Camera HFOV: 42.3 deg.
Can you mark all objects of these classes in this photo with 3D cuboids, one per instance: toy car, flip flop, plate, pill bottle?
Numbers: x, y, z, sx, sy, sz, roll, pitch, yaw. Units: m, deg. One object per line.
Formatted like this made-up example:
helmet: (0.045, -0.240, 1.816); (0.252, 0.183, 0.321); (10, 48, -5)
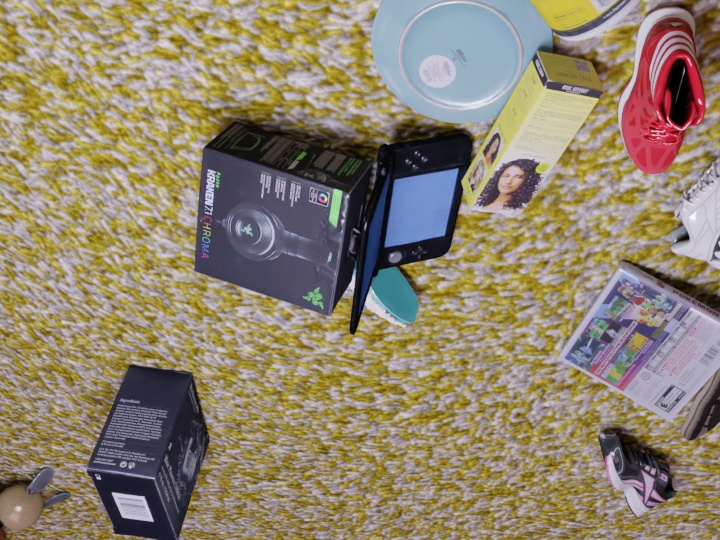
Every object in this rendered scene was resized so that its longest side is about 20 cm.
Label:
toy car: (-0.686, 0.455, 1.841); (0.197, 0.159, 0.165); (-23, 137, -5)
flip flop: (0.491, 0.152, 1.287); (0.080, 0.058, 0.202); (-7, 132, -26)
plate: (0.107, -0.235, 1.001); (0.197, 0.026, 0.202); (6, 137, 5)
pill bottle: (0.172, -0.316, 0.840); (0.111, 0.113, 0.200); (-26, 124, 34)

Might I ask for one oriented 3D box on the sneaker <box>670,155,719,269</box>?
sneaker: (0.407, -0.082, 1.064); (0.080, 0.076, 0.202); (12, 137, 13)

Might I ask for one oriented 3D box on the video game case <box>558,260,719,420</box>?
video game case: (0.386, 0.099, 1.251); (0.180, 0.023, 0.201); (29, 137, 7)

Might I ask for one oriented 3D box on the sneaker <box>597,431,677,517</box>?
sneaker: (0.440, 0.309, 1.467); (0.085, 0.081, 0.200); (-25, 135, 18)

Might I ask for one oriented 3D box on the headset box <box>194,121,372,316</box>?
headset box: (-0.089, -0.060, 1.122); (0.197, 0.093, 0.176); (18, 123, 10)

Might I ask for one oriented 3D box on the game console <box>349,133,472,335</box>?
game console: (0.058, -0.041, 1.102); (0.173, 0.117, 0.202); (-11, 140, -17)

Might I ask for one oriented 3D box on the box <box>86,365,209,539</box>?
box: (-0.340, 0.300, 1.522); (0.115, 0.202, 0.198); (5, 137, 8)

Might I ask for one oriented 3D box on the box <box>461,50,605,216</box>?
box: (0.188, -0.147, 1.043); (0.074, 0.051, 0.201); (4, 139, -20)

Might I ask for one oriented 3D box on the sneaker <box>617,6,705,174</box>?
sneaker: (0.311, -0.158, 0.969); (0.077, 0.117, 0.202); (-2, 135, 14)

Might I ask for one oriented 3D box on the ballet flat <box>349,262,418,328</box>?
ballet flat: (0.000, 0.000, 1.247); (0.071, 0.072, 0.200); (-26, 120, 33)
